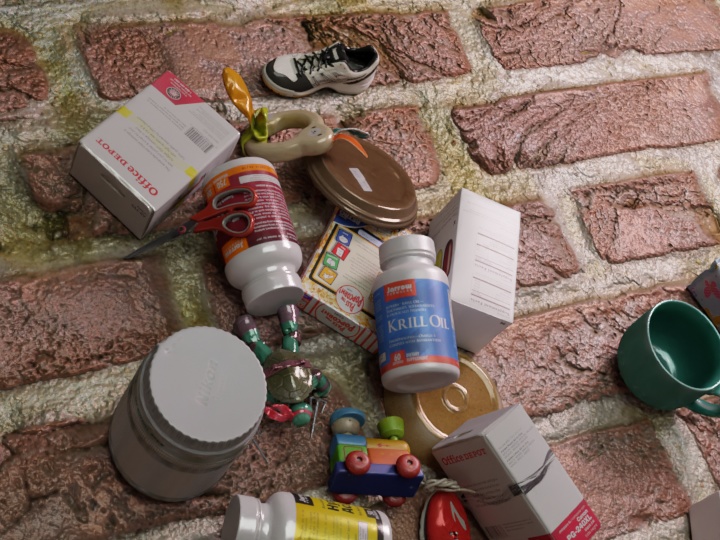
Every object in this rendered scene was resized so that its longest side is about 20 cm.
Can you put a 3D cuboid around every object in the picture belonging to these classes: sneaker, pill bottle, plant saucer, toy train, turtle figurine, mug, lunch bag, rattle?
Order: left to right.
[{"bbox_3d":[-0.146,-0.046,1.619,0.111,0.113,0.203,-7,64,-29],"label":"pill bottle"},{"bbox_3d":[-0.100,0.147,1.544,0.147,0.101,0.202,-3,58,-28],"label":"turtle figurine"},{"bbox_3d":[-0.089,-0.235,1.700,0.130,0.197,0.145,-33,122,-53],"label":"rattle"},{"bbox_3d":[-0.068,0.337,1.434,0.197,0.111,0.113,15,56,-19],"label":"pill bottle"},{"bbox_3d":[-0.061,-0.331,1.848,0.197,0.088,0.077,-9,68,-29],"label":"sneaker"},{"bbox_3d":[0.007,-0.141,1.765,0.198,0.030,0.202,24,35,-18],"label":"plant saucer"},{"bbox_3d":[0.052,0.249,1.563,0.196,0.085,0.117,6,46,-16],"label":"toy train"},{"bbox_3d":[0.073,0.059,1.614,0.110,0.112,0.203,3,67,-25],"label":"pill bottle"},{"bbox_3d":[0.129,0.191,1.667,0.197,0.035,0.203,13,58,-20],"label":"plant saucer"},{"bbox_3d":[0.130,0.382,1.523,0.076,0.085,0.203,8,59,-23],"label":"sneaker"},{"bbox_3d":[0.485,0.154,1.818,0.150,0.115,0.188,-3,64,-29],"label":"mug"},{"bbox_3d":[0.691,0.039,1.986,0.198,0.128,0.171,-26,73,-25],"label":"lunch bag"}]

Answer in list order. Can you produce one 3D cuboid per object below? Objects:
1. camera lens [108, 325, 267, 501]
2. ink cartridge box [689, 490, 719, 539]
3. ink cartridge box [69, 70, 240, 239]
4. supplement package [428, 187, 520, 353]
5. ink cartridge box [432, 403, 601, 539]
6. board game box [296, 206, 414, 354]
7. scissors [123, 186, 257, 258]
[{"bbox_3d":[-0.210,0.176,1.400,0.157,0.200,0.162,12,57,-20],"label":"camera lens"},{"bbox_3d":[0.574,0.443,1.710,0.142,0.084,0.203,15,57,-19],"label":"ink cartridge box"},{"bbox_3d":[-0.290,-0.165,1.636,0.145,0.084,0.200,41,52,2],"label":"ink cartridge box"},{"bbox_3d":[0.164,0.001,1.747,0.108,0.114,0.203,20,54,-16],"label":"supplement package"},{"bbox_3d":[0.206,0.290,1.554,0.083,0.145,0.202,-34,91,-31],"label":"ink cartridge box"},{"bbox_3d":[0.000,0.000,1.708,0.150,0.046,0.202,32,53,-7],"label":"board game box"},{"bbox_3d":[-0.232,-0.065,1.580,0.196,0.014,0.074,-11,72,10],"label":"scissors"}]
